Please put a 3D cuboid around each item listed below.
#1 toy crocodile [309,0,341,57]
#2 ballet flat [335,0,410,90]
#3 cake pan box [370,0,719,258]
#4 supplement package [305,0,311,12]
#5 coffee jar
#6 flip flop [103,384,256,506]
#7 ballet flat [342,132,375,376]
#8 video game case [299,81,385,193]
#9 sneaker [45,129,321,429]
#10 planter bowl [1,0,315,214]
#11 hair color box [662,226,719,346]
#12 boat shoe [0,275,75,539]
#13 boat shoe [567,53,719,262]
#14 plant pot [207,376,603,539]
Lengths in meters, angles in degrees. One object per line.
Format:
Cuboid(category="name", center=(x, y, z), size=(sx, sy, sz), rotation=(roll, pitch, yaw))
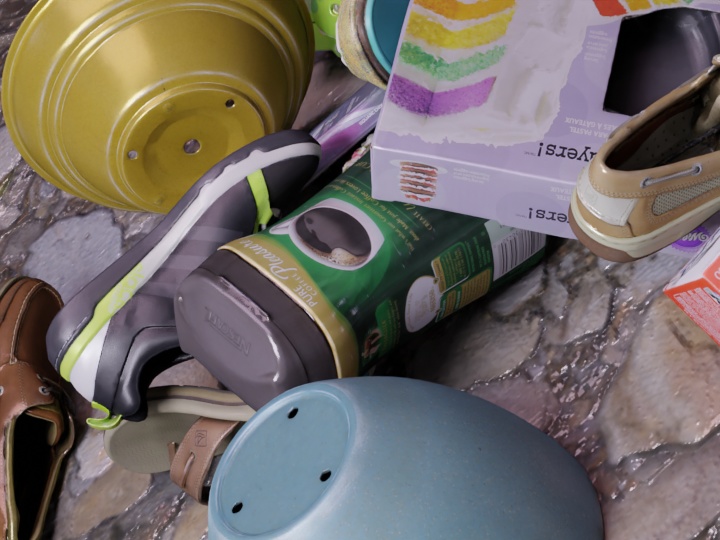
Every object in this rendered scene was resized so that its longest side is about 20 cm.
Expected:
Cuboid(category="toy crocodile", center=(0.035, -0.172, 1.687), size=(0.199, 0.062, 0.067), rotation=(-23, 2, 34))
Cuboid(category="ballet flat", center=(0.024, -0.135, 1.558), size=(0.070, 0.200, 0.071), rotation=(2, 94, 29))
Cuboid(category="cake pan box", center=(0.118, -0.104, 1.455), size=(0.199, 0.052, 0.185), rotation=(12, 58, 8))
Cuboid(category="supplement package", center=(-0.100, -0.227, 1.833), size=(0.155, 0.111, 0.201), rotation=(-29, 39, 24))
Cuboid(category="coffee jar", center=(0.000, 0.000, 1.462), size=(0.200, 0.086, 0.104), rotation=(-35, 54, -25))
Cuboid(category="flip flop", center=(-0.070, 0.103, 1.521), size=(0.199, 0.081, 0.058), rotation=(-3, 68, 39))
Cuboid(category="ballet flat", center=(-0.005, -0.009, 1.557), size=(0.064, 0.076, 0.201), rotation=(-17, 41, 53))
Cuboid(category="video game case", center=(-0.052, -0.049, 1.632), size=(0.200, 0.019, 0.143), rotation=(-40, 6, 9))
Cuboid(category="sneaker", center=(-0.084, 0.010, 1.516), size=(0.200, 0.072, 0.083), rotation=(-43, 77, -6))
Cuboid(category="planter bowl", center=(-0.111, -0.095, 1.646), size=(0.200, 0.200, 0.084), rotation=(-38, 43, 12))
Cuboid(category="hair color box", center=(0.204, -0.014, 1.255), size=(0.111, 0.064, 0.200), rotation=(-47, -1, -1))
Cuboid(category="boat shoe", center=(-0.204, 0.093, 1.675), size=(0.068, 0.072, 0.201), rotation=(-11, 58, 34))
Cuboid(category="boat shoe", center=(0.190, -0.079, 1.361), size=(0.200, 0.076, 0.072), rotation=(-37, 63, -25))
Cuboid(category="plant pot", center=(0.002, 0.130, 1.355), size=(0.199, 0.135, 0.201), rotation=(-27, 39, 25))
